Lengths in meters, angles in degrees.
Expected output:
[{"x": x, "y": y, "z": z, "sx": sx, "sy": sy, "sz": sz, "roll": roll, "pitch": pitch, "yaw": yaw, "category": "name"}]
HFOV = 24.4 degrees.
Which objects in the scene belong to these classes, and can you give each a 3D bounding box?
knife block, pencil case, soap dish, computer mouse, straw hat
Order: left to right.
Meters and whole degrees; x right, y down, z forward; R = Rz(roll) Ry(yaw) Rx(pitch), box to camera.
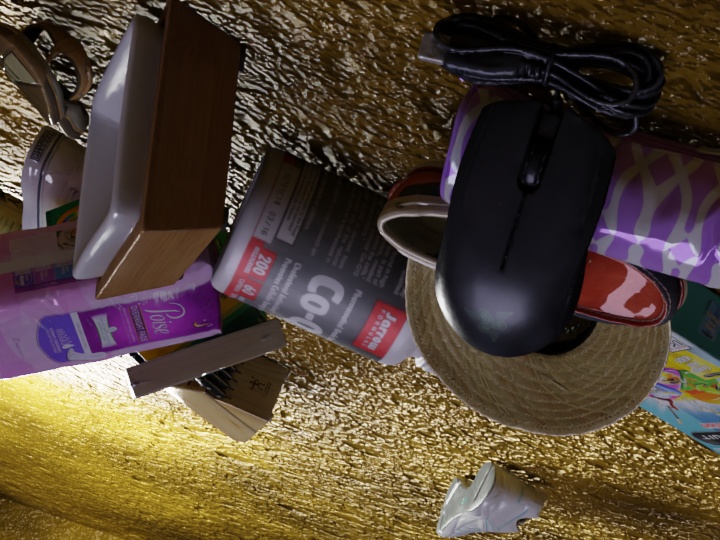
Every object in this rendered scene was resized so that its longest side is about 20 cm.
[{"x": -0.140, "y": -0.075, "z": 1.143, "sx": 0.080, "sy": 0.159, "sz": 0.200, "roll": 9, "pitch": 164, "yaw": -15, "category": "soap dish"}, {"x": -0.173, "y": 0.108, "z": 1.777, "sx": 0.174, "sy": 0.064, "sz": 0.200, "roll": 25, "pitch": 161, "yaw": -7, "category": "knife block"}, {"x": 0.087, "y": -0.037, "z": 0.947, "sx": 0.137, "sy": 0.202, "sz": 0.053, "roll": 13, "pitch": -158, "yaw": 13, "category": "computer mouse"}, {"x": 0.130, "y": 0.005, "z": 1.140, "sx": 0.199, "sy": 0.085, "sz": 0.203, "roll": 11, "pitch": 121, "yaw": 19, "category": "straw hat"}, {"x": 0.146, "y": -0.054, "z": 0.995, "sx": 0.198, "sy": 0.084, "sz": 0.086, "roll": 16, "pitch": 123, "yaw": 10, "category": "pencil case"}]

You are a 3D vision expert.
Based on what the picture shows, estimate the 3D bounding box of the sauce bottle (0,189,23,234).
[{"x": -0.324, "y": -0.035, "z": 1.561, "sx": 0.199, "sy": 0.065, "sz": 0.065, "roll": 27, "pitch": 160, "yaw": -14, "category": "sauce bottle"}]

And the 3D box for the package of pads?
[{"x": -0.207, "y": 0.016, "z": 1.298, "sx": 0.198, "sy": 0.076, "sz": 0.121, "roll": -11, "pitch": 152, "yaw": -5, "category": "package of pads"}]

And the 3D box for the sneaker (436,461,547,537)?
[{"x": 0.142, "y": 0.269, "z": 1.860, "sx": 0.080, "sy": 0.071, "sz": 0.200, "roll": 22, "pitch": 160, "yaw": -10, "category": "sneaker"}]

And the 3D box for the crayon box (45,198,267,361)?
[{"x": -0.170, "y": -0.001, "z": 1.415, "sx": 0.118, "sy": 0.059, "sz": 0.200, "roll": -19, "pitch": 149, "yaw": 9, "category": "crayon box"}]

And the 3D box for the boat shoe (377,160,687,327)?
[{"x": 0.107, "y": -0.009, "z": 1.052, "sx": 0.198, "sy": 0.063, "sz": 0.072, "roll": 23, "pitch": 122, "yaw": 10, "category": "boat shoe"}]

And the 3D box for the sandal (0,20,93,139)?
[{"x": -0.217, "y": -0.142, "z": 1.180, "sx": 0.080, "sy": 0.054, "sz": 0.200, "roll": 49, "pitch": 177, "yaw": 3, "category": "sandal"}]

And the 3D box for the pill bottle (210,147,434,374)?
[{"x": 0.000, "y": 0.000, "z": 1.233, "sx": 0.198, "sy": 0.115, "sz": 0.114, "roll": 24, "pitch": 161, "yaw": -6, "category": "pill bottle"}]

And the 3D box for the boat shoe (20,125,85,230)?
[{"x": -0.244, "y": -0.054, "z": 1.425, "sx": 0.069, "sy": 0.071, "sz": 0.200, "roll": 23, "pitch": 154, "yaw": 2, "category": "boat shoe"}]

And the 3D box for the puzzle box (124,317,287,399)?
[{"x": -0.136, "y": 0.077, "z": 1.425, "sx": 0.132, "sy": 0.026, "sz": 0.200, "roll": -18, "pitch": 178, "yaw": -9, "category": "puzzle box"}]

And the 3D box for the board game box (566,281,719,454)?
[{"x": 0.258, "y": 0.075, "z": 1.261, "sx": 0.199, "sy": 0.047, "sz": 0.151, "roll": 31, "pitch": 159, "yaw": -23, "category": "board game box"}]
